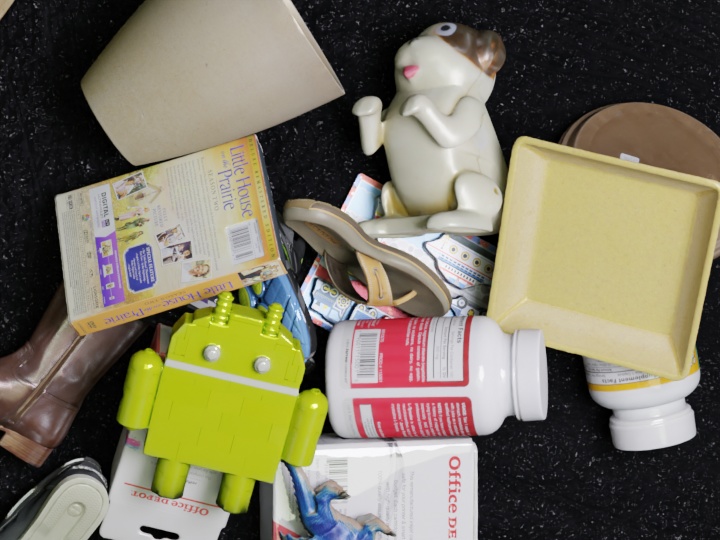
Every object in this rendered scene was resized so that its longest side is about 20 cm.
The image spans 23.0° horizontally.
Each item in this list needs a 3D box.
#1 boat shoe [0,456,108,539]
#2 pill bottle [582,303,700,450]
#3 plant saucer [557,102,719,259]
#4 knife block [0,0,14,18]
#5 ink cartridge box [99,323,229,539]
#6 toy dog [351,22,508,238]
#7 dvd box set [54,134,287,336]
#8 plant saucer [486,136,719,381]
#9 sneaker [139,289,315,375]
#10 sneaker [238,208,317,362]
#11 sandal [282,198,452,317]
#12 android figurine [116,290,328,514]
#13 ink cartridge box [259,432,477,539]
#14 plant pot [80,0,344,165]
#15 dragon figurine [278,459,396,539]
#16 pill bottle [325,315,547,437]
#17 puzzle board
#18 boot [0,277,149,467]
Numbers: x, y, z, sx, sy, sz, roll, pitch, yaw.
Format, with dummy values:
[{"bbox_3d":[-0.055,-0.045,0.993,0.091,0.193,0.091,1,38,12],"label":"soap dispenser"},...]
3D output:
[{"bbox_3d":[-0.309,0.255,1.640,0.200,0.068,0.072,-46,117,7],"label":"boat shoe"},{"bbox_3d":[0.273,0.070,1.743,0.112,0.113,0.201,-12,96,-13],"label":"pill bottle"},{"bbox_3d":[0.286,-0.091,1.719,0.199,0.030,0.201,6,54,-8],"label":"plant saucer"},{"bbox_3d":[-0.379,-0.183,1.535,0.064,0.175,0.200,37,84,-14],"label":"knife block"},{"bbox_3d":[-0.164,0.163,1.645,0.116,0.068,0.201,17,111,-12],"label":"ink cartridge box"},{"bbox_3d":[0.086,-0.134,1.670,0.193,0.139,0.201,-2,89,-35],"label":"toy dog"},{"bbox_3d":[-0.174,-0.033,1.600,0.199,0.029,0.147,-17,56,5],"label":"dvd box set"},{"bbox_3d":[0.229,-0.017,1.644,0.199,0.048,0.201,15,115,17],"label":"plant saucer"},{"bbox_3d":[-0.118,0.030,1.666,0.199,0.076,0.088,30,52,-30],"label":"sneaker"},{"bbox_3d":[-0.077,-0.003,1.634,0.082,0.071,0.200,6,49,-40],"label":"sneaker"},{"bbox_3d":[0.000,0.000,1.654,0.200,0.080,0.054,35,63,-33],"label":"sandal"},{"bbox_3d":[-0.120,0.115,1.565,0.181,0.041,0.201,15,107,-8],"label":"android figurine"},{"bbox_3d":[0.006,0.231,1.702,0.199,0.083,0.148,-1,94,-13],"label":"ink cartridge box"},{"bbox_3d":[-0.146,-0.186,1.606,0.199,0.187,0.188,-33,100,5],"label":"plant pot"},{"bbox_3d":[-0.036,0.248,1.620,0.200,0.059,0.100,41,85,-14],"label":"dragon figurine"},{"bbox_3d":[0.073,0.100,1.660,0.199,0.112,0.113,-2,94,11],"label":"pill bottle"},{"bbox_3d":[0.050,0.017,1.735,0.199,0.017,0.151,28,87,-14],"label":"puzzle board"},{"bbox_3d":[-0.305,0.054,1.624,0.186,0.064,0.200,38,87,-26],"label":"boot"}]
